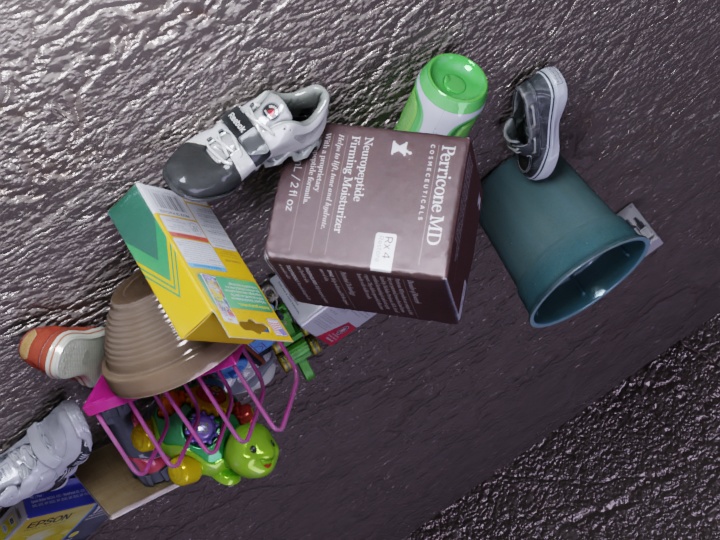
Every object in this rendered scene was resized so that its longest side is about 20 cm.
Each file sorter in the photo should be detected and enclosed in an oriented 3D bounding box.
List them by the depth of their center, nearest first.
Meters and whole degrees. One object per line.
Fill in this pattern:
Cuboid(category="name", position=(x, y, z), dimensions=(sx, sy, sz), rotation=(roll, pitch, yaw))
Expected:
Cuboid(category="file sorter", position=(-0.189, 0.140, 1.612), dimensions=(0.200, 0.126, 0.139), rotation=(-20, -156, 20))

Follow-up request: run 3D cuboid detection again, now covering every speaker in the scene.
Cuboid(category="speaker", position=(0.080, -0.159, 1.607), dimensions=(0.088, 0.089, 0.200), rotation=(-21, 155, -30))

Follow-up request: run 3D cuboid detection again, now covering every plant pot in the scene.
Cuboid(category="plant pot", position=(-0.215, 0.047, 1.553), dimensions=(0.200, 0.093, 0.201), rotation=(-24, -156, 11))
Cuboid(category="plant pot", position=(0.267, -0.056, 1.947), dimensions=(0.200, 0.196, 0.200), rotation=(-30, 159, -13))

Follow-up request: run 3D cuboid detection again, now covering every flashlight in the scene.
Cuboid(category="flashlight", position=(-0.294, 0.202, 1.812), dimensions=(0.068, 0.068, 0.200), rotation=(-16, 136, -3))

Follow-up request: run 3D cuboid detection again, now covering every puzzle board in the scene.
Cuboid(category="puzzle board", position=(-0.287, 0.266, 1.927), dimensions=(0.200, 0.151, 0.017), rotation=(-24, 122, -24))

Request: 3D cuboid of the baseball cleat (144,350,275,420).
Cuboid(category="baseball cleat", position=(-0.212, 0.148, 1.901), dimensions=(0.200, 0.070, 0.107), rotation=(-28, 143, -21))

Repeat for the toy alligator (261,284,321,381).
Cuboid(category="toy alligator", position=(-0.105, 0.075, 1.890), dimensions=(0.059, 0.054, 0.200), rotation=(-31, 134, -9))

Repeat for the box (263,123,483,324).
Cuboid(category="box", position=(0.019, -0.052, 1.523), dimensions=(0.199, 0.166, 0.164), rotation=(7, 162, 12))

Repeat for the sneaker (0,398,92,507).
Cuboid(category="sneaker", position=(-0.417, 0.240, 1.758), dimensions=(0.115, 0.075, 0.200), rotation=(-21, 159, -38))

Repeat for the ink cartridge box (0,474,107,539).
Cuboid(category="ink cartridge box", position=(-0.434, 0.351, 2.018), dimensions=(0.197, 0.047, 0.200), rotation=(-5, 149, -50))

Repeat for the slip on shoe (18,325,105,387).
Cuboid(category="slip on shoe", position=(-0.333, 0.093, 1.596), dimensions=(0.200, 0.061, 0.074), rotation=(25, 83, -79))

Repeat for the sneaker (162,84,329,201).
Cuboid(category="sneaker", position=(-0.113, -0.139, 1.394), dimensions=(0.200, 0.074, 0.089), rotation=(-31, 161, -35))

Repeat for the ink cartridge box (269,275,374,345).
Cuboid(category="ink cartridge box", position=(0.000, 0.000, 1.837), dimensions=(0.200, 0.083, 0.145), rotation=(-36, 159, 4))

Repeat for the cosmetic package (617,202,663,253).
Cuboid(category="cosmetic package", position=(0.418, -0.023, 2.406), dimensions=(0.200, 0.083, 0.051), rotation=(-39, 156, 11))

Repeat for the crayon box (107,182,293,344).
Cuboid(category="crayon box", position=(-0.167, 0.007, 1.444), dimensions=(0.052, 0.200, 0.126), rotation=(-41, 158, 19))

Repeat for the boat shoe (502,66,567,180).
Cuboid(category="boat shoe", position=(0.215, -0.186, 1.790), dimensions=(0.071, 0.072, 0.200), rotation=(-19, 146, -12))

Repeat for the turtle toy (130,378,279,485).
Cuboid(category="turtle toy", position=(-0.184, 0.205, 1.748), dimensions=(0.146, 0.200, 0.101), rotation=(-12, 128, -48))

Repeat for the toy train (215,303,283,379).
Cuboid(category="toy train", position=(-0.161, 0.072, 1.748), dimensions=(0.114, 0.087, 0.200), rotation=(-32, 159, 1))
